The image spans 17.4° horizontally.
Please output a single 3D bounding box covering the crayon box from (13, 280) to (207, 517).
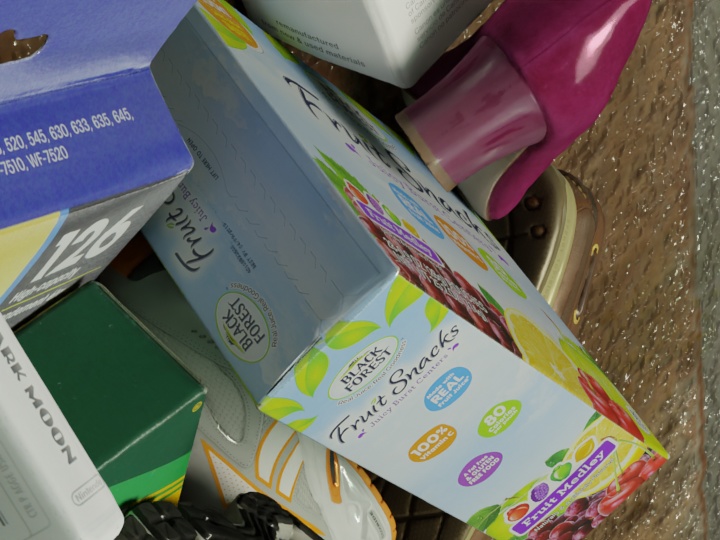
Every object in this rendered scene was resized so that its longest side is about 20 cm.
[{"bbox_3d":[-0.140,0.119,0.745,0.172,0.058,0.200,-38,160,-32],"label":"crayon box"}]

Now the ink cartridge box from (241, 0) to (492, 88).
[{"bbox_3d":[0.004,-0.187,0.783,0.146,0.085,0.201,-47,141,-23],"label":"ink cartridge box"}]

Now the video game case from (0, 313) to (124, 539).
[{"bbox_3d":[-0.175,0.025,0.554,0.183,0.199,0.023,58,29,-3],"label":"video game case"}]

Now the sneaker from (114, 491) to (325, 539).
[{"bbox_3d":[-0.050,0.128,0.750,0.089,0.078,0.200,-56,167,4],"label":"sneaker"}]

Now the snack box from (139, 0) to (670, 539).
[{"bbox_3d":[0.000,0.000,0.810,0.068,0.169,0.200,-43,143,9],"label":"snack box"}]

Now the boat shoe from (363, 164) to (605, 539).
[{"bbox_3d":[0.054,0.053,0.988,0.067,0.072,0.201,17,94,-50],"label":"boat shoe"}]

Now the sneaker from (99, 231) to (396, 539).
[{"bbox_3d":[-0.056,0.071,0.871,0.092,0.076,0.201,-42,134,-14],"label":"sneaker"}]

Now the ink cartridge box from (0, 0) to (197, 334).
[{"bbox_3d":[-0.131,0.004,0.653,0.200,0.047,0.197,-45,169,29],"label":"ink cartridge box"}]

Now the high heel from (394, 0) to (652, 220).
[{"bbox_3d":[0.067,-0.068,0.864,0.096,0.068,0.200,-34,-176,6],"label":"high heel"}]
